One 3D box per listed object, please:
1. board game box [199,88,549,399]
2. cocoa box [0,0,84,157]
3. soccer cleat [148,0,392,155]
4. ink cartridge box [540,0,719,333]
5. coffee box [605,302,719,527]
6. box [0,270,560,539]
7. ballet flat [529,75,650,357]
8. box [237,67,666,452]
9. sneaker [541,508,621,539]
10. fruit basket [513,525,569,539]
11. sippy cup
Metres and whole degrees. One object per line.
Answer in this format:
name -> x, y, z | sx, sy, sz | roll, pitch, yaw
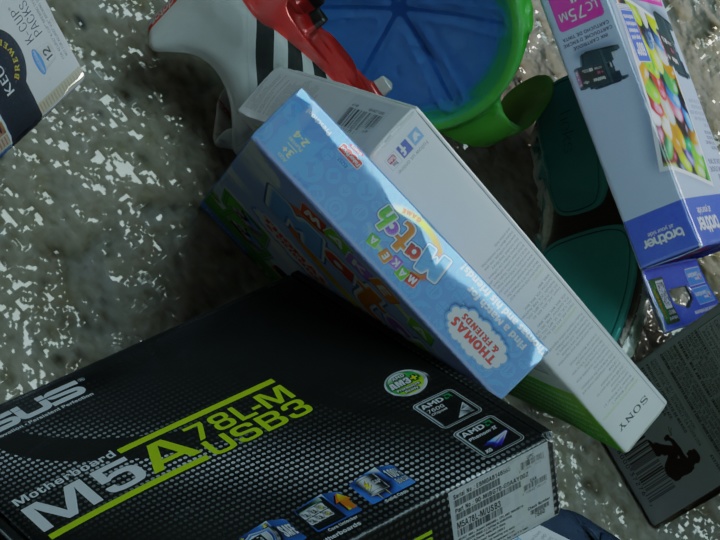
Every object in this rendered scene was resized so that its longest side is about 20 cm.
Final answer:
board game box -> 0.000, 0.000, 1.112 | 0.037, 0.200, 0.151 | -44, 92, -12
cocoa box -> -0.235, -0.119, 1.011 | 0.131, 0.133, 0.201 | -49, 122, -43
soccer cleat -> -0.025, -0.071, 1.225 | 0.200, 0.085, 0.069 | 52, 17, -28
ink cartridge box -> 0.149, -0.071, 1.264 | 0.119, 0.042, 0.201 | -7, 79, -69
coffee box -> 0.220, 0.040, 1.233 | 0.113, 0.200, 0.080 | -22, 77, -42
box -> -0.053, 0.085, 1.009 | 0.199, 0.048, 0.193 | -24, 35, -25
ballet flat -> 0.128, -0.014, 1.298 | 0.071, 0.072, 0.201 | 20, 55, -24
box -> 0.042, -0.007, 1.145 | 0.036, 0.144, 0.200 | -46, 117, -10
sneaker -> 0.159, 0.165, 1.192 | 0.199, 0.084, 0.075 | 34, 49, -13
fruit basket -> 0.005, 0.151, 1.046 | 0.199, 0.094, 0.185 | 29, 44, 19
sippy cup -> 0.035, -0.161, 1.283 | 0.139, 0.179, 0.131 | 10, 36, 13
